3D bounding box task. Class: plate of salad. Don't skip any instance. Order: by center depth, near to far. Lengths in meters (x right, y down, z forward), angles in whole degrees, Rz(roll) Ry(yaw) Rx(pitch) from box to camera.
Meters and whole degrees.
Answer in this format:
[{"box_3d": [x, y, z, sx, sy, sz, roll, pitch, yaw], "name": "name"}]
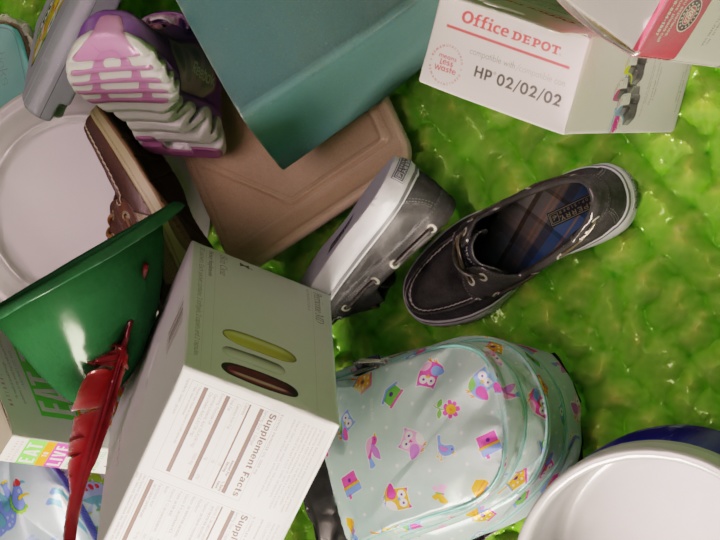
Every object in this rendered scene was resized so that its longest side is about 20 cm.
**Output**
[{"box_3d": [-0.214, -0.047, 1.726, 0.198, 0.048, 0.202, 0, 88, 1], "name": "plate of salad"}]

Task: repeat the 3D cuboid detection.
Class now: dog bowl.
[{"box_3d": [0.203, 0.205, 1.454, 0.198, 0.079, 0.202, 4, 100, 23], "name": "dog bowl"}]

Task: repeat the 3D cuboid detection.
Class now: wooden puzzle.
[{"box_3d": [-0.060, -0.120, 1.660, 0.184, 0.037, 0.201, -32, 71, 31], "name": "wooden puzzle"}]

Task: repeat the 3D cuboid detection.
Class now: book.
[{"box_3d": [-0.201, 0.097, 1.644, 0.048, 0.199, 0.134, -54, 47, 24], "name": "book"}]

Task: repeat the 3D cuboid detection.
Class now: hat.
[{"box_3d": [-0.167, 0.076, 1.562, 0.199, 0.166, 0.177, -31, 95, -12], "name": "hat"}]

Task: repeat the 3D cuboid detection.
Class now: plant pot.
[{"box_3d": [-0.015, -0.194, 1.542, 0.199, 0.141, 0.142, -30, 75, 2], "name": "plant pot"}]

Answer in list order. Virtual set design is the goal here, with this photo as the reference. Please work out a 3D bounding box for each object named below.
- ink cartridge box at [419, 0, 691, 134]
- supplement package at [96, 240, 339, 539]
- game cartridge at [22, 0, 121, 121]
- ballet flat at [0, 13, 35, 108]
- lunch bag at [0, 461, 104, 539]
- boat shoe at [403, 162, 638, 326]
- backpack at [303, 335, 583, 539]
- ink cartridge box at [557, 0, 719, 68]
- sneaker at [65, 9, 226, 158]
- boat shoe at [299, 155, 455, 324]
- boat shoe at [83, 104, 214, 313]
[{"box_3d": [0.119, -0.136, 1.437, 0.115, 0.199, 0.068, 22, 105, 30], "name": "ink cartridge box"}, {"box_3d": [-0.095, 0.101, 1.503, 0.110, 0.200, 0.157, 22, 111, -12], "name": "supplement package"}, {"box_3d": [-0.207, -0.205, 1.670, 0.040, 0.200, 0.134, 27, 110, -16], "name": "game cartridge"}, {"box_3d": [-0.263, -0.103, 1.776, 0.071, 0.072, 0.202, -6, 90, 33], "name": "ballet flat"}, {"box_3d": [-0.185, 0.199, 1.677, 0.200, 0.170, 0.128, 42, 114, 22], "name": "lunch bag"}, {"box_3d": [0.098, -0.015, 1.537, 0.199, 0.066, 0.070, -24, 79, 33], "name": "boat shoe"}, {"box_3d": [0.054, 0.124, 1.541, 0.199, 0.126, 0.168, -20, 78, 29], "name": "backpack"}, {"box_3d": [0.223, -0.204, 1.365, 0.083, 0.199, 0.147, 40, 113, 29], "name": "ink cartridge box"}, {"box_3d": [-0.148, -0.151, 1.596, 0.080, 0.200, 0.089, 6, 75, 17], "name": "sneaker"}, {"box_3d": [0.000, 0.000, 1.597, 0.056, 0.069, 0.200, 30, 133, -8], "name": "boat shoe"}, {"box_3d": [-0.162, -0.029, 1.665, 0.072, 0.072, 0.201, -33, 82, 12], "name": "boat shoe"}]
